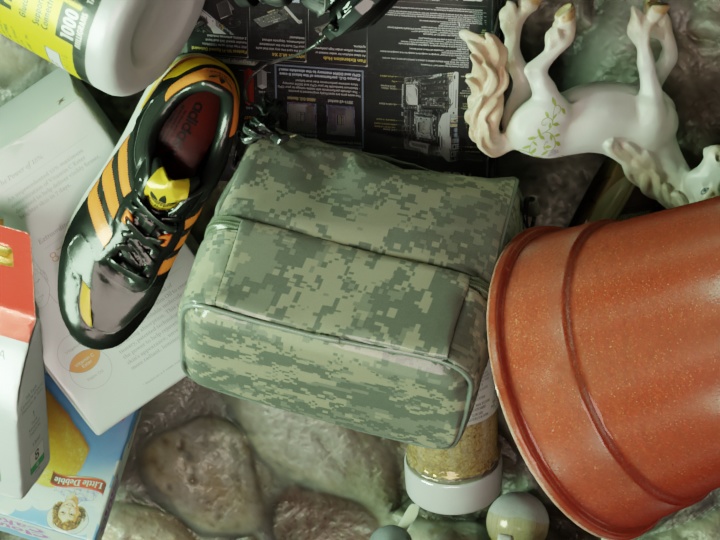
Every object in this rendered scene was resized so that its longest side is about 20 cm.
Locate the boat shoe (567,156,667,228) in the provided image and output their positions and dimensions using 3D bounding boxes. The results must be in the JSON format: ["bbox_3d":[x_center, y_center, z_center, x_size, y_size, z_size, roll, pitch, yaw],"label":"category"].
[{"bbox_3d":[0.152,0.015,1.629,0.065,0.073,0.200,25,122,1],"label":"boat shoe"}]

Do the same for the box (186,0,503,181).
[{"bbox_3d":[-0.010,-0.130,1.585,0.200,0.050,0.158,4,121,8],"label":"box"}]

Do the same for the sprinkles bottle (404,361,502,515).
[{"bbox_3d":[0.062,0.067,1.679,0.068,0.068,0.200,3,121,9],"label":"sprinkles bottle"}]

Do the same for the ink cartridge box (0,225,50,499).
[{"bbox_3d":[-0.285,0.046,1.601,0.161,0.050,0.200,15,133,15],"label":"ink cartridge box"}]

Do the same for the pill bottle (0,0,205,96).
[{"bbox_3d":[-0.201,-0.198,1.520,0.200,0.112,0.113,29,123,16],"label":"pill bottle"}]

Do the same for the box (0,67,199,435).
[{"bbox_3d":[-0.184,-0.015,1.635,0.124,0.097,0.200,-34,111,1],"label":"box"}]

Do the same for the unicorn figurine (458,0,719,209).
[{"bbox_3d":[0.159,-0.100,1.539,0.200,0.074,0.138,3,104,3],"label":"unicorn figurine"}]

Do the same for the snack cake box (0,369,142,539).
[{"bbox_3d":[-0.263,0.115,1.732,0.200,0.115,0.067,16,162,-1],"label":"snack cake box"}]

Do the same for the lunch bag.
[{"bbox_3d":[0.000,0.000,1.538,0.200,0.168,0.139,14,155,4],"label":"lunch bag"}]

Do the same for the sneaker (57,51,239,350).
[{"bbox_3d":[-0.133,-0.041,1.532,0.070,0.090,0.200,25,95,-11],"label":"sneaker"}]

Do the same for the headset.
[{"bbox_3d":[-0.034,-0.176,1.481,0.123,0.094,0.200,19,114,4],"label":"headset"}]

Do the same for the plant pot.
[{"bbox_3d":[0.212,0.039,1.465,0.195,0.201,0.201,-21,115,34],"label":"plant pot"}]

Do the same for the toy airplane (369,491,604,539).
[{"bbox_3d":[0.099,0.216,1.718,0.200,0.141,0.199,29,151,-33],"label":"toy airplane"}]
